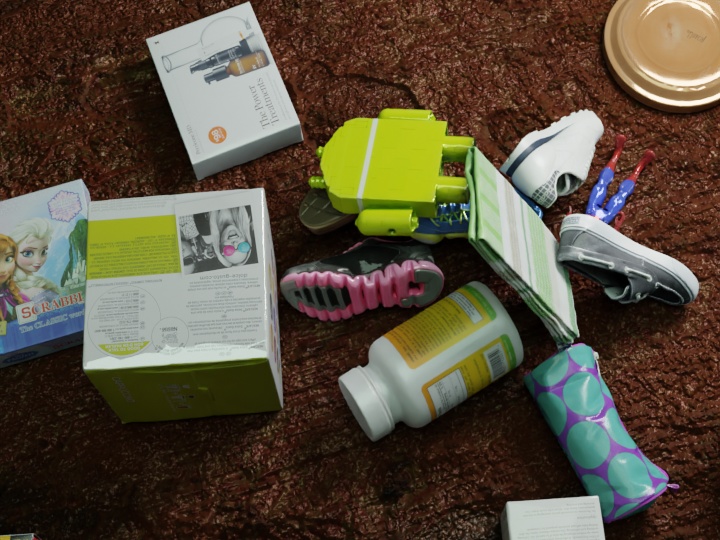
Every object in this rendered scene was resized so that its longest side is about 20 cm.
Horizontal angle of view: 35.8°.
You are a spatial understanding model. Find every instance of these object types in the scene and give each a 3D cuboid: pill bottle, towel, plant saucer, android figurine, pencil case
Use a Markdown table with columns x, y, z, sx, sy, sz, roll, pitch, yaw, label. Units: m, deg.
| x | y | z | sx | sy | sz | roll | pitch | yaw | label |
| --- | --- | --- | --- | --- | --- | --- | --- | --- | --- |
| 0.078 | 0.108 | 1.276 | 0.198 | 0.111 | 0.112 | -30 | 70 | -11 | pill bottle |
| 0.174 | -0.025 | 1.235 | 0.030 | 0.200 | 0.151 | -28 | 38 | 26 | towel |
| 0.422 | -0.305 | 1.483 | 0.196 | 0.032 | 0.204 | 0 | 68 | 1 | plant saucer |
| 0.036 | -0.121 | 1.325 | 0.196 | 0.041 | 0.185 | 1 | 57 | 13 | android figurine |
| 0.266 | 0.179 | 1.258 | 0.091 | 0.085 | 0.202 | -26 | 70 | -3 | pencil case |

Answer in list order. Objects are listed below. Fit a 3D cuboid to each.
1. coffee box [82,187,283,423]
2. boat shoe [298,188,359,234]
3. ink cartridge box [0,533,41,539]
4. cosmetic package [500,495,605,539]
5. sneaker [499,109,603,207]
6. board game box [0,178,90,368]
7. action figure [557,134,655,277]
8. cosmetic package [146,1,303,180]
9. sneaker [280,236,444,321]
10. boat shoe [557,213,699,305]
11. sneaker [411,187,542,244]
| x | y | z | sx | sy | sz | roll | pitch | yaw | label |
| --- | --- | --- | --- | --- | --- | --- | --- | --- | --- |
| -0.194 | 0.046 | 1.260 | 0.196 | 0.200 | 0.201 | -4 | 67 | -1 | coffee box |
| 0.014 | -0.102 | 1.385 | 0.199 | 0.068 | 0.072 | -36 | 54 | -14 | boat shoe |
| -0.383 | 0.390 | 1.185 | 0.172 | 0.084 | 0.204 | -4 | 67 | -1 | ink cartridge box |
| 0.212 | 0.351 | 1.188 | 0.105 | 0.085 | 0.204 | -3 | 68 | 1 | cosmetic package |
| 0.249 | -0.135 | 1.370 | 0.081 | 0.077 | 0.199 | 45 | 45 | 15 | sneaker |
| -0.413 | 0.008 | 1.366 | 0.196 | 0.041 | 0.202 | -17 | 68 | -6 | board game box |
| 0.297 | -0.084 | 1.361 | 0.065 | 0.099 | 0.202 | 28 | 73 | 10 | action figure |
| -0.178 | -0.236 | 1.458 | 0.149 | 0.052 | 0.203 | -22 | 69 | -5 | cosmetic package |
| 0.000 | 0.000 | 1.355 | 0.196 | 0.080 | 0.096 | -4 | 45 | -1 | sneaker |
| 0.312 | 0.006 | 1.306 | 0.198 | 0.071 | 0.069 | 27 | 66 | -23 | boat shoe |
| 0.127 | -0.078 | 1.333 | 0.196 | 0.105 | 0.077 | 10 | 64 | -13 | sneaker |
